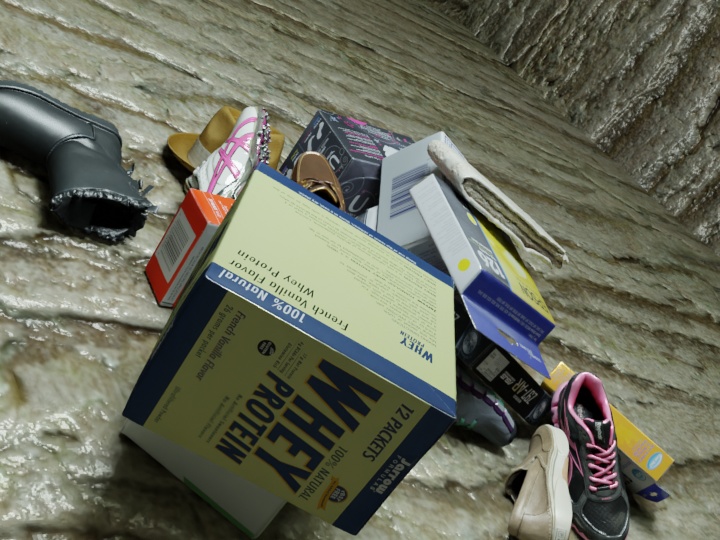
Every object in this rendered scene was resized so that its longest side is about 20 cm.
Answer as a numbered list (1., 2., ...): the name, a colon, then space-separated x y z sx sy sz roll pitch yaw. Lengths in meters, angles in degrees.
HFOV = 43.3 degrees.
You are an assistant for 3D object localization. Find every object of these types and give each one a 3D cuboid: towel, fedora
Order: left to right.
1. fedora: -0.158 -0.163 1.205 0.200 0.082 0.201 25 18 -9
2. towel: 0.167 -0.079 1.117 0.200 0.035 0.133 36 12 -28

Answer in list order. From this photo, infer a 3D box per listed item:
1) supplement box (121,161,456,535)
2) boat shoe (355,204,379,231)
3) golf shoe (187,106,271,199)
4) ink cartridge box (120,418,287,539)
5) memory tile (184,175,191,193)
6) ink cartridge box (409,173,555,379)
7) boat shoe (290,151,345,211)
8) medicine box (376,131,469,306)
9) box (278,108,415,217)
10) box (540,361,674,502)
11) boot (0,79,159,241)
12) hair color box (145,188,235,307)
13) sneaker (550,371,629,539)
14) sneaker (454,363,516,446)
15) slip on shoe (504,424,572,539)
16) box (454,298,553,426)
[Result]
1. supplement box: -0.043 0.053 0.703 0.199 0.135 0.200 30 27 -11
2. boat shoe: 0.000 0.000 1.159 0.072 0.067 0.201 48 34 -39
3. golf shoe: -0.159 -0.120 1.077 0.091 0.073 0.201 8 57 5
4. ink cartridge box: -0.089 0.115 0.799 0.145 0.088 0.200 37 26 4
5. memory tile: -0.126 -0.045 1.140 0.153 0.017 0.200 7 35 -47
6. ink cartridge box: 0.152 0.007 1.034 0.197 0.047 0.201 32 26 -49
7. boat shoe: -0.050 -0.085 1.146 0.072 0.068 0.201 4 47 -13
8. medicine box: 0.117 -0.044 1.213 0.200 0.103 0.183 45 36 -38
9. box: 0.001 -0.130 1.322 0.199 0.132 0.115 9 37 -44
10. box: 0.308 0.206 1.138 0.200 0.041 0.119 41 -13 16
11. boot: -0.317 -0.111 0.949 0.198 0.073 0.163 15 34 -39
12. hair color box: -0.112 -0.006 0.967 0.199 0.111 0.064 12 33 -41
13. sneaker: 0.261 0.205 1.017 0.078 0.096 0.201 -5 62 -4
14. sneaker: 0.088 0.149 1.028 0.200 0.074 0.088 44 64 -13
15. slip on shoe: 0.188 0.229 0.984 0.060 0.076 0.200 13 26 4
16. box: 0.138 0.090 1.088 0.160 0.044 0.200 47 3 41
